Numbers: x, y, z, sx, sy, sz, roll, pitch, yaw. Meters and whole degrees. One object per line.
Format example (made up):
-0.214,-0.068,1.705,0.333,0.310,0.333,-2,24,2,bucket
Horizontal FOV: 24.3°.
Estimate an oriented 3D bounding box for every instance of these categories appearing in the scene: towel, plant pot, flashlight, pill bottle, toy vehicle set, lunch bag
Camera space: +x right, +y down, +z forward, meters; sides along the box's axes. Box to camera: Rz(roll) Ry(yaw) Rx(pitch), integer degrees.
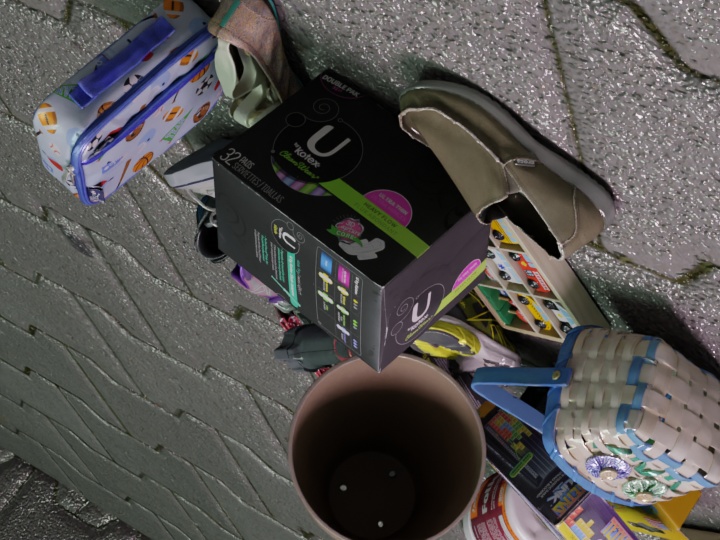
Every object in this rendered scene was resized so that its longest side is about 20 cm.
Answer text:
-0.037,0.118,1.953,0.201,0.022,0.145,55,180,-13,towel
0.017,0.199,1.641,0.187,0.188,0.200,34,161,8,plant pot
-0.015,0.074,1.714,0.067,0.068,0.200,36,162,-18,flashlight
0.190,0.276,1.902,0.114,0.115,0.200,37,159,-2,pill bottle
0.131,-0.011,1.506,0.124,0.027,0.200,12,148,50,toy vehicle set
-0.206,-0.152,1.509,0.075,0.200,0.160,42,161,9,lunch bag

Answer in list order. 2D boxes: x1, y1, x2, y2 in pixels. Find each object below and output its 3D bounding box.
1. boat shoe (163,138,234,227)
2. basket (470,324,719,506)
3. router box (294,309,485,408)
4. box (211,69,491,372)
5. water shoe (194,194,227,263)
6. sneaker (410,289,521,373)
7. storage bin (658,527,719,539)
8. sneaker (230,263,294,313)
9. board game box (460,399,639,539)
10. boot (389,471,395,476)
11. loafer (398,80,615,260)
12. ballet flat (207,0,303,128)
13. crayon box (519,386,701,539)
-0.124,-0.086,1.691,0.201,0.074,0.087,-6,116,53,boat shoe
0.215,0.128,1.480,0.176,0.140,0.199,31,161,-31,basket
0.036,0.097,1.842,0.149,0.062,0.200,18,152,43,router box
-0.007,-0.043,1.429,0.199,0.148,0.125,36,149,24,box
-0.158,-0.047,1.828,0.071,0.079,0.200,37,160,-1,water shoe
0.108,0.049,1.621,0.074,0.086,0.200,-2,165,23,sneaker
0.415,0.367,1.754,0.199,0.094,0.199,45,158,-20,storage bin
-0.084,-0.009,1.761,0.088,0.081,0.200,23,162,-13,sneaker
0.200,0.227,1.638,0.165,0.057,0.200,42,175,45,board game box
0.022,0.168,1.807,0.157,0.080,0.211,34,149,-12,boot
0.107,-0.079,1.335,0.199,0.070,0.075,34,160,9,loafer
-0.093,-0.168,1.479,0.068,0.067,0.201,25,157,29,ballet flat
0.258,0.194,1.702,0.200,0.051,0.126,49,157,-28,crayon box
